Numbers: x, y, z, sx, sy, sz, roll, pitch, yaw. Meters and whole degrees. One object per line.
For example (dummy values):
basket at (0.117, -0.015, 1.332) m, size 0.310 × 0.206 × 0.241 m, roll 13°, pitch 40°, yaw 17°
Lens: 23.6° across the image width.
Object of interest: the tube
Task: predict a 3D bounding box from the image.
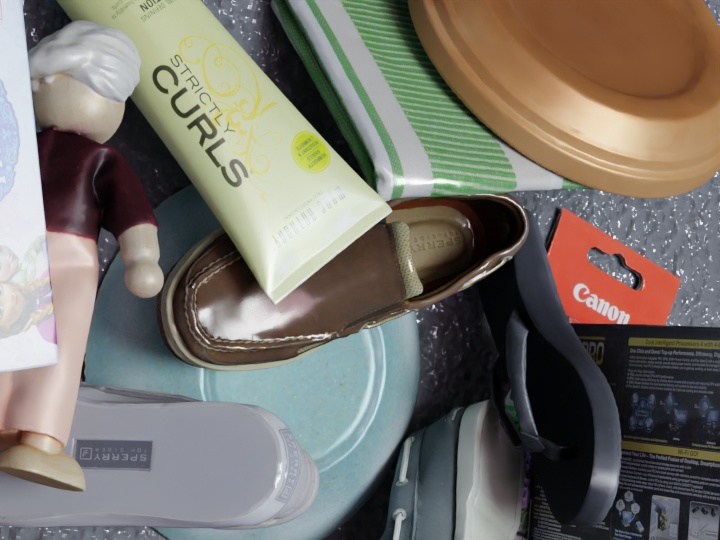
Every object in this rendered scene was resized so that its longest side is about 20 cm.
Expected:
tube at (-0.073, -0.084, 0.796) m, size 0.058 × 0.052 × 0.200 m, roll -39°, pitch 87°, yaw 16°

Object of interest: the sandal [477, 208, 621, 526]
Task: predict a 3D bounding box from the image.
sandal at (0.085, 0.052, 0.891) m, size 0.042 × 0.201 × 0.076 m, roll 0°, pitch 133°, yaw -17°

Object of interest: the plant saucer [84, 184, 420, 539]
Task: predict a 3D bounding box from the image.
plant saucer at (-0.041, 0.049, 0.873) m, size 0.199 × 0.039 × 0.203 m, roll -1°, pitch 92°, yaw -33°

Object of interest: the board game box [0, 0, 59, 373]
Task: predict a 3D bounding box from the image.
board game box at (-0.178, -0.067, 0.644) m, size 0.041 × 0.199 × 0.202 m, roll -8°, pitch 94°, yaw -32°

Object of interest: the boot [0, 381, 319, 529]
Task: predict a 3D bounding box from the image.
boot at (-0.118, 0.089, 0.786) m, size 0.198 × 0.096 × 0.074 m, roll 7°, pitch 76°, yaw 12°

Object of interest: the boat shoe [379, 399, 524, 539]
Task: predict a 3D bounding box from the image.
boat shoe at (0.036, 0.158, 0.874) m, size 0.073 × 0.061 × 0.201 m, roll 48°, pitch 42°, yaw -36°

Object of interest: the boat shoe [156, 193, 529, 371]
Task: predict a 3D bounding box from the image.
boat shoe at (-0.002, -0.006, 0.829) m, size 0.201 × 0.075 × 0.075 m, roll -21°, pitch 95°, yaw -37°

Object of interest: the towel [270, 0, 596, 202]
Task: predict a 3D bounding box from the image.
towel at (0.064, -0.094, 0.897) m, size 0.199 × 0.023 × 0.153 m, roll -3°, pitch 50°, yaw -34°

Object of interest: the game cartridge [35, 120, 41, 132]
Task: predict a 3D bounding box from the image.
game cartridge at (-0.214, -0.048, 0.759) m, size 0.199 × 0.041 × 0.134 m, roll 24°, pitch 75°, yaw -32°

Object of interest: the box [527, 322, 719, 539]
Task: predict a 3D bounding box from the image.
box at (0.155, 0.108, 0.849) m, size 0.049 × 0.200 × 0.163 m, roll 4°, pitch 87°, yaw -28°

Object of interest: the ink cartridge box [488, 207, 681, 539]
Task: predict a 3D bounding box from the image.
ink cartridge box at (0.131, 0.077, 0.980) m, size 0.108 × 0.050 × 0.202 m, roll 28°, pitch 77°, yaw -30°

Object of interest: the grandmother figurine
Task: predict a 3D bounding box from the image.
grandmother figurine at (-0.138, -0.013, 0.737) m, size 0.120 × 0.061 × 0.202 m, roll 11°, pitch 75°, yaw 5°

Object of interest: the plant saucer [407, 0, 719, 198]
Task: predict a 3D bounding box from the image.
plant saucer at (0.120, -0.127, 0.909) m, size 0.199 × 0.038 × 0.201 m, roll 17°, pitch 47°, yaw -19°
